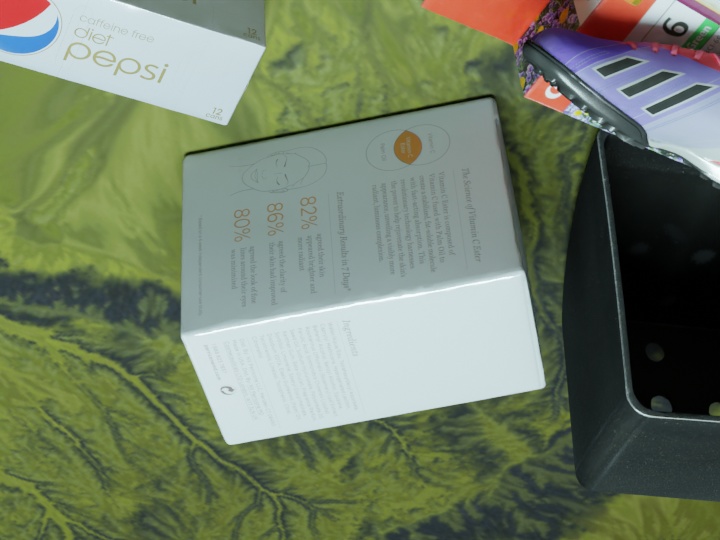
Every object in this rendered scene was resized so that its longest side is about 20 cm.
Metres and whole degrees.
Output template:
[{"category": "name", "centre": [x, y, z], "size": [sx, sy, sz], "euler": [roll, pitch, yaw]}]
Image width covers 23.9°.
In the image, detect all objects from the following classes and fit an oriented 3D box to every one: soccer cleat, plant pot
[{"category": "soccer cleat", "centre": [0.180, -0.098, 0.941], "size": [0.199, 0.068, 0.073], "euler": [24, 106, -22]}, {"category": "plant pot", "centre": [0.223, 0.047, 1.084], "size": [0.198, 0.201, 0.178], "euler": [6, 149, -12]}]

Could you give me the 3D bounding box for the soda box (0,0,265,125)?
[{"category": "soda box", "centre": [-0.153, -0.147, 0.915], "size": [0.199, 0.068, 0.064], "euler": [14, 134, -20]}]

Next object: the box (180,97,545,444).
[{"category": "box", "centre": [0.000, 0.000, 1.025], "size": [0.199, 0.153, 0.107], "euler": [-10, 136, 6]}]

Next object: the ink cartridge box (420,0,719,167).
[{"category": "ink cartridge box", "centre": [0.147, -0.138, 0.967], "size": [0.199, 0.051, 0.109], "euler": [19, 132, -25]}]

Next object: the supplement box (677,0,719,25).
[{"category": "supplement box", "centre": [0.177, -0.216, 0.849], "size": [0.199, 0.104, 0.131], "euler": [24, 130, -27]}]
